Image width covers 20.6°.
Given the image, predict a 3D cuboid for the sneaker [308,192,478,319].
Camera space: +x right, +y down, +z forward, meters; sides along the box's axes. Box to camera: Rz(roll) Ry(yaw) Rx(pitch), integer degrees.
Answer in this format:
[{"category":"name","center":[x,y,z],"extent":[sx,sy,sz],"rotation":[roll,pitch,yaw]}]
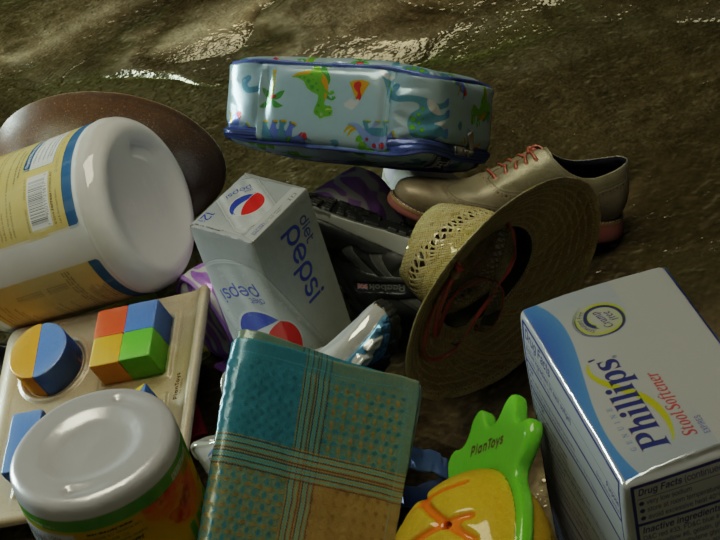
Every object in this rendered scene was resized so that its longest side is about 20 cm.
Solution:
[{"category":"sneaker","center":[0.000,0.000,1.536],"extent":[0.199,0.088,0.076],"rotation":[20,9,12]}]

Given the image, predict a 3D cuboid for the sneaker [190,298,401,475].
[{"category":"sneaker","center":[-0.053,0.085,1.402],"extent":[0.087,0.075,0.200],"rotation":[46,109,15]}]

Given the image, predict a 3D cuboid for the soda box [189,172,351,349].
[{"category":"soda box","center":[-0.056,0.030,1.464],"extent":[0.063,0.200,0.068],"rotation":[15,47,36]}]

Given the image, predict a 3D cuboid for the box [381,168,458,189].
[{"category":"box","center":[0.076,-0.045,1.637],"extent":[0.041,0.039,0.200],"rotation":[-6,29,-25]}]

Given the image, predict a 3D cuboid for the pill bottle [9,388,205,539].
[{"category":"pill bottle","center":[-0.145,0.185,1.295],"extent":[0.111,0.200,0.111],"rotation":[-12,36,9]}]

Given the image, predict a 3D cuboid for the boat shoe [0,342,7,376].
[{"category":"boat shoe","center":[-0.350,0.081,1.647],"extent":[0.199,0.060,0.074],"rotation":[-1,39,23]}]

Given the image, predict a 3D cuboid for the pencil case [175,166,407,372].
[{"category":"pencil case","center":[-0.053,-0.006,1.613],"extent":[0.200,0.086,0.084],"rotation":[-31,24,-18]}]

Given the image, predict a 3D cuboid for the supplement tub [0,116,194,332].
[{"category":"supplement tub","center":[-0.251,-0.032,1.608],"extent":[0.200,0.145,0.145],"rotation":[-16,33,26]}]

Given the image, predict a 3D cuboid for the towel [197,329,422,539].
[{"category":"towel","center":[-0.037,0.151,1.292],"extent":[0.022,0.146,0.201],"rotation":[-20,56,57]}]

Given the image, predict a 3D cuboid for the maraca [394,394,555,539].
[{"category":"maraca","center":[0.074,0.178,1.260],"extent":[0.137,0.107,0.201],"rotation":[-29,44,57]}]

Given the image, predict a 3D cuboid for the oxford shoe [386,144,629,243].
[{"category":"oxford shoe","center":[0.119,-0.069,1.566],"extent":[0.199,0.075,0.070],"rotation":[1,27,-20]}]

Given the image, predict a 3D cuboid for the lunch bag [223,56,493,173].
[{"category":"lunch bag","center":[0.003,-0.127,1.616],"extent":[0.199,0.083,0.161],"rotation":[6,2,22]}]

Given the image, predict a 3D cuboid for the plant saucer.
[{"category":"plant saucer","center":[-0.216,-0.079,1.699],"extent":[0.200,0.201,0.037],"rotation":[-7,55,16]}]

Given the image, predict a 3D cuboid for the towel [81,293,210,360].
[{"category":"towel","center":[-0.202,0.043,1.640],"extent":[0.086,0.018,0.200],"rotation":[-33,36,-13]}]

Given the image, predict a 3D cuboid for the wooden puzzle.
[{"category":"wooden puzzle","center":[-0.212,0.100,1.511],"extent":[0.199,0.046,0.186],"rotation":[-15,49,24]}]

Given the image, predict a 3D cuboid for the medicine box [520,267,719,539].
[{"category":"medicine box","center":[0.184,0.134,1.211],"extent":[0.103,0.200,0.182],"rotation":[-17,35,-7]}]

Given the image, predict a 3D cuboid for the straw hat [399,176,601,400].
[{"category":"straw hat","center":[0.078,-0.006,1.445],"extent":[0.201,0.201,0.085],"rotation":[-37,55,-25]}]

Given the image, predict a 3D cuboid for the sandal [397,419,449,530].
[{"category":"sandal","center":[-0.008,0.168,1.371],"extent":[0.087,0.080,0.200],"rotation":[34,65,17]}]

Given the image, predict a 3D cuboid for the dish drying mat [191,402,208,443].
[{"category":"dish drying mat","center":[-0.181,0.090,1.597],"extent":[0.077,0.018,0.200],"rotation":[-24,36,-6]}]
